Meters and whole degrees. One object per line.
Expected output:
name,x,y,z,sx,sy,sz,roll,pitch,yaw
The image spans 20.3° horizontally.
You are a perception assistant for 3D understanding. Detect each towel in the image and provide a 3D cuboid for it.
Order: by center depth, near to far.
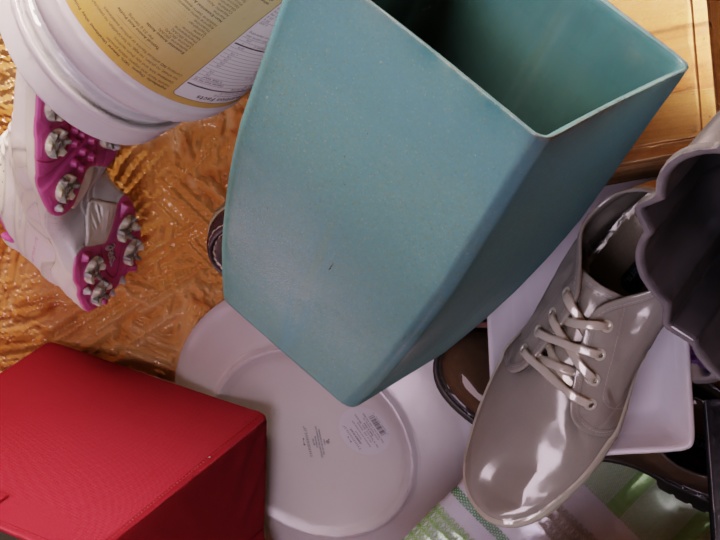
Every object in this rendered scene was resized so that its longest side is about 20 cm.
towel,0.101,0.178,1.125,0.149,0.031,0.200,43,93,5

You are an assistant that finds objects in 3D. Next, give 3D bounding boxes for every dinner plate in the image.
dinner plate,-0.026,0.101,1.213,0.200,0.024,0.200,10,120,18

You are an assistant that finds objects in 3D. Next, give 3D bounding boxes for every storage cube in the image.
storage cube,-0.174,0.170,1.204,0.200,0.180,0.171,16,122,29

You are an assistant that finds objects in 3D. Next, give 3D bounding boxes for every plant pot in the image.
plant pot,0.025,-0.045,0.951,0.141,0.141,0.200,40,127,17

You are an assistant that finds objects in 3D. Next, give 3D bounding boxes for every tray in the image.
tray,0.088,-0.089,1.021,0.200,0.037,0.099,-10,75,28
tray,0.117,-0.004,1.028,0.107,0.022,0.200,-6,79,26

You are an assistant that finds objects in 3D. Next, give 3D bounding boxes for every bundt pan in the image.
bundt pan,0.227,-0.011,0.884,0.202,0.076,0.202,22,144,17

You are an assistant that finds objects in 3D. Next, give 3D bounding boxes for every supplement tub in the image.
supplement tub,-0.078,-0.165,1.018,0.200,0.144,0.144,-34,100,34

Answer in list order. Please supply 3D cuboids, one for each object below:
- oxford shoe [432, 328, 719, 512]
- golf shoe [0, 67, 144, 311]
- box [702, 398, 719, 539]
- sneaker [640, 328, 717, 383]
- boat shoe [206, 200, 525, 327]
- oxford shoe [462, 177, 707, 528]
oxford shoe,0.136,0.068,1.079,0.200,0.073,0.084,16,161,8
golf shoe,-0.182,-0.062,1.145,0.091,0.075,0.200,26,141,23
box,0.277,0.167,1.004,0.198,0.123,0.200,-5,131,9
sneaker,0.210,0.010,1.032,0.200,0.080,0.089,3,112,16
boat shoe,0.000,0.000,1.099,0.200,0.072,0.072,9,125,18
oxford shoe,0.108,0.036,0.982,0.075,0.058,0.200,37,100,24
